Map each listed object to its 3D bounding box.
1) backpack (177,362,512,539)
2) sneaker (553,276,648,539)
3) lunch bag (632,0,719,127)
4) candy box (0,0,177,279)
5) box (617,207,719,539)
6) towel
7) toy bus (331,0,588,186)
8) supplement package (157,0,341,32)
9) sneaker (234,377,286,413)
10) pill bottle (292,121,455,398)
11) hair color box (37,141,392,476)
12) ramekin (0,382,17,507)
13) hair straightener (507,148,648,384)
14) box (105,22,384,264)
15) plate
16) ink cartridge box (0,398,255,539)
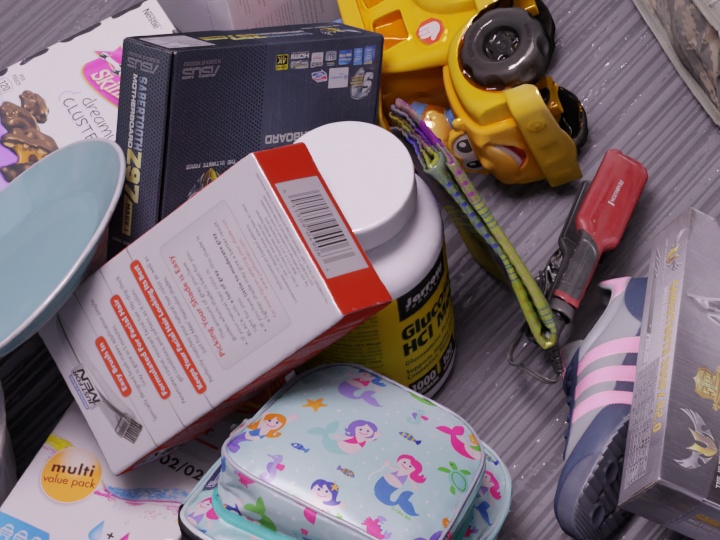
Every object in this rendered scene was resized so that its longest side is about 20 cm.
[{"bbox_3d":[-0.004,0.147,1.342,0.177,0.151,0.200,26,31,15],"label":"backpack"},{"bbox_3d":[0.155,0.086,1.436,0.082,0.070,0.200,10,51,32],"label":"sneaker"},{"bbox_3d":[0.278,-0.225,1.598,0.163,0.118,0.200,-23,50,-9],"label":"lunch bag"},{"bbox_3d":[-0.190,-0.077,1.576,0.199,0.072,0.168,-28,57,-12],"label":"candy box"},{"bbox_3d":[0.247,0.079,1.387,0.158,0.048,0.201,24,55,-17],"label":"box"},{"bbox_3d":[0.070,-0.032,1.428,0.023,0.144,0.200,-33,17,2],"label":"towel"},{"bbox_3d":[0.045,-0.136,1.563,0.191,0.136,0.201,-22,58,8],"label":"toy bus"},{"bbox_3d":[-0.058,-0.268,1.642,0.200,0.152,0.151,-36,58,-17],"label":"supplement package"},{"bbox_3d":[-0.098,0.029,1.462,0.077,0.073,0.200,-24,35,-22],"label":"sneaker"},{"bbox_3d":[0.000,0.000,1.423,0.112,0.200,0.113,-3,56,5],"label":"pill bottle"},{"bbox_3d":[-0.090,0.024,1.331,0.200,0.064,0.111,-34,80,30],"label":"hair color box"},{"bbox_3d":[-0.315,0.126,1.437,0.199,0.098,0.201,-3,56,5],"label":"ramekin"},{"bbox_3d":[0.140,0.008,1.485,0.041,0.077,0.200,29,46,-8],"label":"hair straightener"},{"bbox_3d":[-0.072,-0.075,1.456,0.051,0.159,0.199,20,20,40],"label":"box"},{"bbox_3d":[-0.213,0.001,1.386,0.200,0.026,0.201,-34,28,21],"label":"plate"},{"bbox_3d":[-0.144,0.139,1.425,0.115,0.068,0.200,22,60,18],"label":"ink cartridge box"}]
